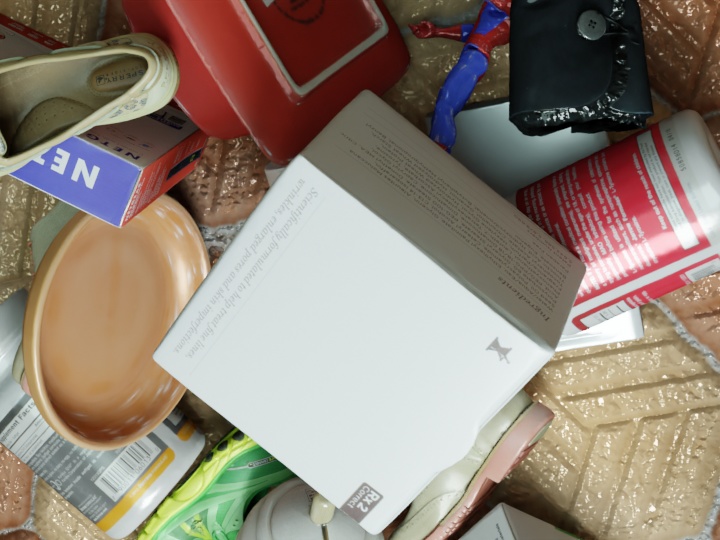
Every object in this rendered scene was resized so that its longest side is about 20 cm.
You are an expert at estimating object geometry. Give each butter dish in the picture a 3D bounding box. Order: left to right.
[{"bbox_3d":[-0.092,-0.178,1.016,0.147,0.200,0.200,-19,107,42],"label":"butter dish"}]

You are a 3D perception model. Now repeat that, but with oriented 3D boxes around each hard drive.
[{"bbox_3d":[0.134,-0.035,1.082,0.131,0.027,0.201,-10,107,14],"label":"hard drive"}]

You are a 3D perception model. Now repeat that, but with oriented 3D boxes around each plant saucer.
[{"bbox_3d":[-0.187,0.035,1.075,0.037,0.200,0.201,11,112,31],"label":"plant saucer"}]

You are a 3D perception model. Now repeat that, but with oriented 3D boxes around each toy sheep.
[{"bbox_3d":[-0.039,0.232,1.121,0.137,0.138,0.200,24,139,2],"label":"toy sheep"}]

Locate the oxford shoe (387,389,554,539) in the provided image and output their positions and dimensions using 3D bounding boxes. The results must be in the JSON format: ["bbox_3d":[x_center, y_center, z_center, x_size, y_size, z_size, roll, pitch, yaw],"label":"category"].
[{"bbox_3d":[0.073,0.161,1.139,0.074,0.071,0.200,43,115,13],"label":"oxford shoe"}]

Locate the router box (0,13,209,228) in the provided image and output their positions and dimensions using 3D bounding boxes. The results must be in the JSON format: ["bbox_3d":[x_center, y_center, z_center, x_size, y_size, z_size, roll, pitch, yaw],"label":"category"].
[{"bbox_3d":[-0.226,-0.117,1.045,0.199,0.180,0.049,26,110,1],"label":"router box"}]

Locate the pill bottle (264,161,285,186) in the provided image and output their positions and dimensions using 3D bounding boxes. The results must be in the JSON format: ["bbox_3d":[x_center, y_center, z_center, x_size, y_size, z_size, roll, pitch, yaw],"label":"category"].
[{"bbox_3d":[0.000,0.000,1.076,0.111,0.111,0.201,-16,105,16],"label":"pill bottle"}]

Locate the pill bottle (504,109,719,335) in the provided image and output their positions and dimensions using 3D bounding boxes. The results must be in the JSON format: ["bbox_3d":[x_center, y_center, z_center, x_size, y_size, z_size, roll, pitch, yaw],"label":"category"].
[{"bbox_3d":[0.169,-0.023,1.005,0.199,0.112,0.113,-26,102,18],"label":"pill bottle"}]

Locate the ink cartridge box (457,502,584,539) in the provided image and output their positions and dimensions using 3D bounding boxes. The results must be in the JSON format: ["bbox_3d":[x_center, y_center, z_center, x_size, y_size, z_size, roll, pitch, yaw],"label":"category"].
[{"bbox_3d":[0.103,0.296,1.141,0.146,0.084,0.200,27,117,-36],"label":"ink cartridge box"}]

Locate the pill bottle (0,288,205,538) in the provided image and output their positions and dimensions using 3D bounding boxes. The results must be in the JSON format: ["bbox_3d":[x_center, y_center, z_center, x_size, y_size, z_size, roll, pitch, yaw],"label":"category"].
[{"bbox_3d":[-0.235,0.115,1.163,0.200,0.116,0.116,42,112,-4],"label":"pill bottle"}]

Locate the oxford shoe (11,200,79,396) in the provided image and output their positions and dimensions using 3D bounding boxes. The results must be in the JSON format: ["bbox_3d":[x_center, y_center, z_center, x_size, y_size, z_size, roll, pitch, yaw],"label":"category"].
[{"bbox_3d":[-0.231,0.003,1.113,0.074,0.071,0.201,19,68,13],"label":"oxford shoe"}]

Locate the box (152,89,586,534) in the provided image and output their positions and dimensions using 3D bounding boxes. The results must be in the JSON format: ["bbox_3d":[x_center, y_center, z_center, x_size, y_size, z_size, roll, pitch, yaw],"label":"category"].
[{"bbox_3d":[0.007,0.028,0.941,0.200,0.131,0.199,39,121,-2],"label":"box"}]

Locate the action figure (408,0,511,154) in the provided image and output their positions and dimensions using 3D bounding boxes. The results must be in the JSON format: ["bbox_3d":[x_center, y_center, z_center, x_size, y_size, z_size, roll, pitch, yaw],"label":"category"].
[{"bbox_3d":[0.054,-0.154,1.013,0.099,0.065,0.200,33,82,2],"label":"action figure"}]

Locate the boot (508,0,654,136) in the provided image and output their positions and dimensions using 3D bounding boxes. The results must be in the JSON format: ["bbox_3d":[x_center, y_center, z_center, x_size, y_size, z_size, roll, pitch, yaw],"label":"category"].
[{"bbox_3d":[0.111,-0.180,0.951,0.199,0.076,0.169,5,83,-23],"label":"boot"}]

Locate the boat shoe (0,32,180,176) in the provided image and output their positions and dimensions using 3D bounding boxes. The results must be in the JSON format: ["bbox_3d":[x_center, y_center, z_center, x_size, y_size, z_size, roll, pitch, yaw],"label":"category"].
[{"bbox_3d":[-0.218,-0.109,0.921,0.199,0.063,0.074,-21,93,6],"label":"boat shoe"}]

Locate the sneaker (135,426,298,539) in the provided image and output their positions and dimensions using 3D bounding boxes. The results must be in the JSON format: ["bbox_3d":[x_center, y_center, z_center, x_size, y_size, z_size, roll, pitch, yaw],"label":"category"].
[{"bbox_3d":[-0.127,0.213,1.196,0.084,0.074,0.200,43,111,-1],"label":"sneaker"}]
